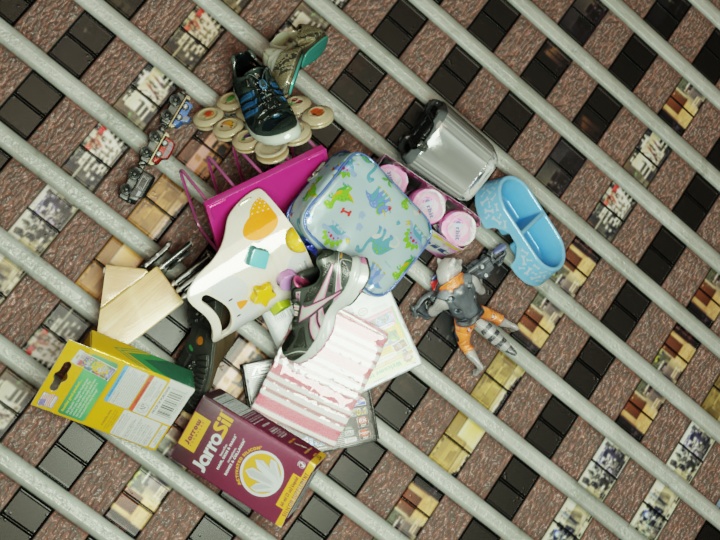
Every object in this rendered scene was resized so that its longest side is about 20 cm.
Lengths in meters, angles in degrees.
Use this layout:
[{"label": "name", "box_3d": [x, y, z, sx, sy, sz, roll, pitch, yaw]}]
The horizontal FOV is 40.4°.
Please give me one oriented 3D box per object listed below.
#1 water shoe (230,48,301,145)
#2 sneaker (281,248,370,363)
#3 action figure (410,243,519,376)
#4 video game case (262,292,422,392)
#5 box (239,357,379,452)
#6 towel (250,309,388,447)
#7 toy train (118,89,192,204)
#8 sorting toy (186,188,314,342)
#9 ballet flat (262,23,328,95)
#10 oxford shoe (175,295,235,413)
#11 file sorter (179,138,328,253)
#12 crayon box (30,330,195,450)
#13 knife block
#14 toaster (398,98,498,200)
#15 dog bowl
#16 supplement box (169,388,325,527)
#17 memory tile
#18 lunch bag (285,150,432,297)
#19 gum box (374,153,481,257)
[{"label": "water shoe", "box_3d": [-0.152, -0.259, 1.460, 0.071, 0.200, 0.079, -25, 135, -13]}, {"label": "sneaker", "box_3d": [-0.069, 0.042, 1.414, 0.086, 0.081, 0.201, 25, 116, -17]}, {"label": "action figure", "box_3d": [0.196, 0.046, 1.615, 0.200, 0.105, 0.194, -42, 110, -8]}, {"label": "video game case", "box_3d": [-0.029, 0.105, 1.528, 0.199, 0.022, 0.183, -25, 92, -5]}, {"label": "box", "box_3d": [-0.081, 0.210, 1.556, 0.198, 0.044, 0.162, -9, 88, -16]}, {"label": "towel", "box_3d": [-0.062, 0.153, 1.502, 0.146, 0.030, 0.201, 27, 90, -4]}, {"label": "toy train", "box_3d": [-0.314, -0.192, 1.530, 0.046, 0.034, 0.201, 29, 79, -15]}, {"label": "sorting toy", "box_3d": [-0.163, 0.019, 1.432, 0.180, 0.201, 0.107, -38, 51, -14]}, {"label": "ballet flat", "box_3d": [-0.113, -0.337, 1.544, 0.075, 0.068, 0.200, 24, 39, 0]}, {"label": "oxford shoe", "box_3d": [-0.229, 0.125, 1.507, 0.084, 0.072, 0.201, 4, 106, -56]}, {"label": "file sorter", "box_3d": [-0.158, -0.123, 1.501, 0.199, 0.140, 0.126, -28, 49, -17]}, {"label": "crayon box", "box_3d": [-0.359, 0.171, 1.431, 0.199, 0.052, 0.126, 27, 110, -26]}, {"label": "knife block", "box_3d": [-0.309, 0.051, 1.495, 0.174, 0.064, 0.202, 8, 84, -14]}, {"label": "toaster", "box_3d": [0.142, -0.192, 1.575, 0.129, 0.200, 0.114, 35, 102, -11]}, {"label": "dog bowl", "box_3d": [0.273, -0.072, 1.649, 0.201, 0.049, 0.111, 56, 46, -4]}, {"label": "supplement box", "box_3d": [-0.167, 0.277, 1.466, 0.199, 0.086, 0.111, 30, 94, 8]}, {"label": "memory tile", "box_3d": [-0.151, -0.236, 1.506, 0.153, 0.199, 0.017, -40, 141, -27]}, {"label": "lunch bag", "box_3d": [-0.004, -0.067, 1.455, 0.200, 0.082, 0.161, 44, 77, -27]}, {"label": "gum box", "box_3d": [0.090, -0.099, 1.592, 0.199, 0.113, 0.066, 33, 78, -11]}]
